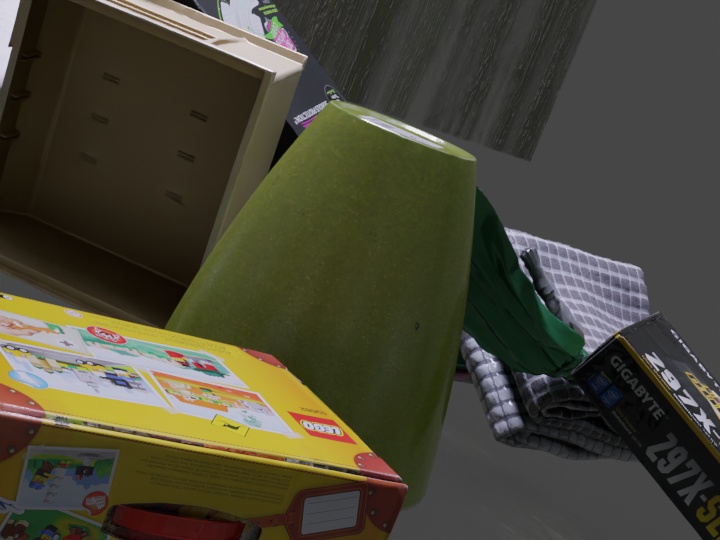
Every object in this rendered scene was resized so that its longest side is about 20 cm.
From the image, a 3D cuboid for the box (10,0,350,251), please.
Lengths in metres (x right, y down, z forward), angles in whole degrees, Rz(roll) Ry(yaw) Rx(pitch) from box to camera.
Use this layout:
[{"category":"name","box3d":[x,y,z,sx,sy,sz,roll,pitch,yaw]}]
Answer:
[{"category":"box","box3d":[-0.124,-0.133,1.101,0.200,0.148,0.124,53,25,-1]}]

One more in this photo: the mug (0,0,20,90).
[{"category":"mug","box3d":[-0.258,-0.110,1.179,0.200,0.148,0.175,36,13,-17]}]

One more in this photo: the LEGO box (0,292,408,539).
[{"category":"LEGO box","box3d":[-0.104,0.080,0.665,0.200,0.077,0.149,16,12,-32]}]

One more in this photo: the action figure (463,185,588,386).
[{"category":"action figure","box3d":[0.089,0.013,0.996,0.118,0.055,0.200,-21,-56,43]}]

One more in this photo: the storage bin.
[{"category":"storage bin","box3d":[-0.163,-0.083,1.006,0.198,0.200,0.094,23,20,10]}]

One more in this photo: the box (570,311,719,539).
[{"category":"box","box3d":[0.236,0.123,1.005,0.200,0.049,0.160,52,20,11]}]

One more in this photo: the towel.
[{"category":"towel","box3d":[0.164,0.061,1.146,0.200,0.086,0.166,14,43,-41]}]

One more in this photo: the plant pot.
[{"category":"plant pot","box3d":[-0.012,0.009,0.880,0.187,0.201,0.187,21,11,-4]}]

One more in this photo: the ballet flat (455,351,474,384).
[{"category":"ballet flat","box3d":[0.098,0.067,1.222,0.200,0.069,0.071,13,-12,-41]}]
